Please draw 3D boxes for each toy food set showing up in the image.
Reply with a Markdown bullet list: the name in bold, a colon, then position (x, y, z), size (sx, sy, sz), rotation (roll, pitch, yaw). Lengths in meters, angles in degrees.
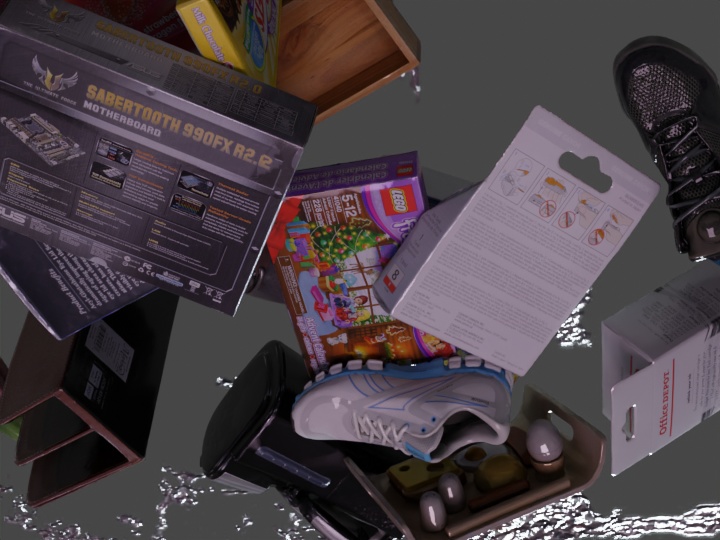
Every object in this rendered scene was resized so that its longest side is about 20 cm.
- **toy food set**: position (0.098, 0.163, 1.126), size (0.198, 0.143, 0.061), rotation (-18, 111, -17)

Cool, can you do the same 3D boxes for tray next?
- **tray**: position (-0.061, -0.159, 1.004), size (0.198, 0.037, 0.099), rotation (-27, 124, 23)

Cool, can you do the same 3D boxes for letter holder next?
- **letter holder**: position (-0.254, 0.084, 1.115), size (0.141, 0.201, 0.101), rotation (-27, 125, 24)

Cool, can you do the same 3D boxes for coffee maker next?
- **coffee maker**: position (-0.026, 0.155, 1.230), size (0.199, 0.135, 0.193), rotation (32, 90, -24)

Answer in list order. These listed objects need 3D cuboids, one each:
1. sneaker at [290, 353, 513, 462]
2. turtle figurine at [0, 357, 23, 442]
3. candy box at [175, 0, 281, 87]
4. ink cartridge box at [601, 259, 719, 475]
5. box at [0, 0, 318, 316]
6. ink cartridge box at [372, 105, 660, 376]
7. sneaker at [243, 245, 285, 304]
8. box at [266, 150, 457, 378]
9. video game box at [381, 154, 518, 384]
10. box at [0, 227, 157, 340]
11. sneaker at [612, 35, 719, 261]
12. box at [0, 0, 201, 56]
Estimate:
- **sneaker**: position (0.036, 0.126, 1.098), size (0.197, 0.087, 0.076), rotation (-9, 131, 7)
- **turtle figurine**: position (-0.359, 0.167, 1.236), size (0.192, 0.203, 0.144), rotation (17, 165, -17)
- **candy box**: position (-0.084, -0.189, 0.870), size (0.026, 0.201, 0.103), rotation (-16, 129, 12)
- **ink cartridge box**: position (0.271, 0.074, 1.100), size (0.198, 0.068, 0.117), rotation (-28, 133, -20)
- **box**: position (-0.145, -0.071, 0.818), size (0.198, 0.049, 0.159), rotation (21, 131, -7)
- **ink cartridge box**: position (0.125, -0.026, 1.035), size (0.161, 0.050, 0.201), rotation (25, 105, -34)
- **sneaker**: position (-0.127, -0.002, 1.112), size (0.198, 0.082, 0.077), rotation (21, 129, -15)
- **box**: position (0.000, 0.000, 1.076), size (0.135, 0.039, 0.202), rotation (-8, 129, 9)
- **video game box**: position (0.079, 0.006, 1.133), size (0.197, 0.047, 0.183), rotation (16, 132, -10)
- **box**: position (-0.162, -0.062, 0.955), size (0.198, 0.149, 0.105), rotation (-26, 114, 19)
- **sneaker**: position (0.260, -0.086, 0.999), size (0.075, 0.115, 0.200), rotation (-22, 124, 19)
- **box**: position (-0.197, -0.179, 0.953), size (0.198, 0.096, 0.100), rotation (-24, 125, 22)
